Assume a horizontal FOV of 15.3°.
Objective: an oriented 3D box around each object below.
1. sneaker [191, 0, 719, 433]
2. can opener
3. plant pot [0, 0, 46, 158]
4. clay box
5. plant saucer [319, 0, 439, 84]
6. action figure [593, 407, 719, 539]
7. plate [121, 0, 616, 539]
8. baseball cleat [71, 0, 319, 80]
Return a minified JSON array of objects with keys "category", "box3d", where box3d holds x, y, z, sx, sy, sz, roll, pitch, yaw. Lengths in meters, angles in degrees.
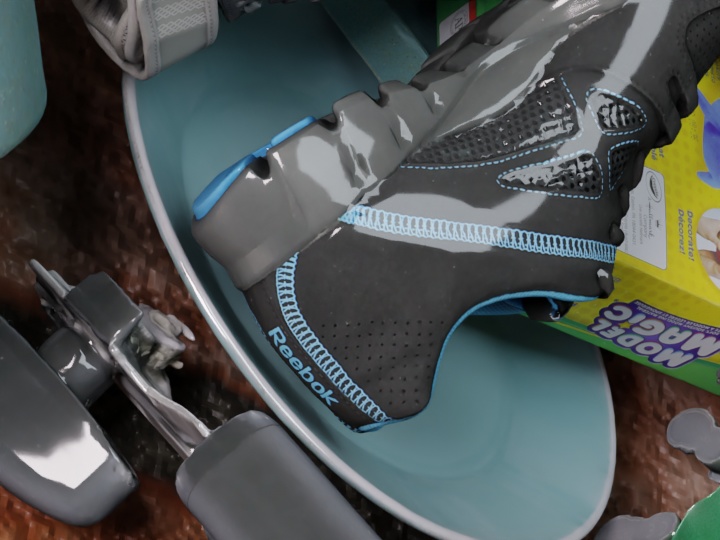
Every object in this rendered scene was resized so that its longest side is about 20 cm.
[{"category":"sneaker","box3d":[0.048,-0.032,0.731,0.199,0.073,0.082,-33,93,-23]},{"category":"can opener","box3d":[-0.033,0.069,0.690,0.066,0.053,0.200,-44,62,-8]},{"category":"plant pot","box3d":[-0.163,-0.112,0.604,0.200,0.199,0.197,-28,114,-42]},{"category":"clay box","box3d":[0.113,-0.021,0.844,0.199,0.048,0.116,23,52,-33]},{"category":"plant saucer","box3d":[-0.001,-0.111,0.848,0.200,0.019,0.070,52,36,0]},{"category":"action figure","box3d":[0.151,0.127,0.834,0.118,0.055,0.200,-51,119,-17]},{"category":"plate","box3d":[0.000,0.000,0.779,0.200,0.026,0.201,37,32,-28]},{"category":"baseball cleat","box3d":[-0.023,-0.096,0.722,0.070,0.107,0.200,45,13,29]}]
